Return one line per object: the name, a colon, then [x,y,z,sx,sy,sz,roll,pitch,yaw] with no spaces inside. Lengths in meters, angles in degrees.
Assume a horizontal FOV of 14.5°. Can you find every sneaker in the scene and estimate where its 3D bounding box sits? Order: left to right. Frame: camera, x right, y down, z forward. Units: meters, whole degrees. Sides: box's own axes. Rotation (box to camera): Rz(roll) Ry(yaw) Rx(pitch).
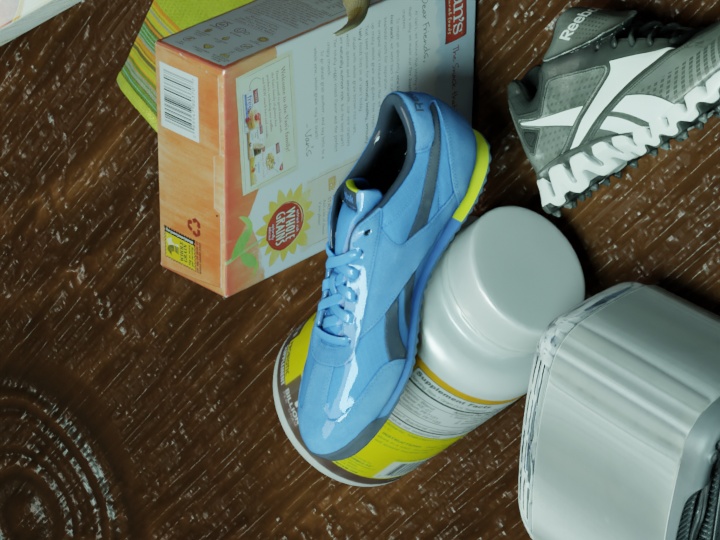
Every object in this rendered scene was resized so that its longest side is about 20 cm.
sneaker: [0.000,0.000,1.512,0.066,0.078,0.201,19,86,44]
sneaker: [0.139,-0.102,1.463,0.200,0.066,0.091,-33,88,52]

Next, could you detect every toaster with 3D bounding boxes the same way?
toaster: [0.161,0.095,1.508,0.129,0.113,0.201,31,133,35]

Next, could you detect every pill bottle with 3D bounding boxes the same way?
pill bottle: [0.040,0.040,1.608,0.110,0.109,0.200,58,139,6]

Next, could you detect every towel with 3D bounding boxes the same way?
towel: [-0.093,-0.154,1.717,0.086,0.018,0.200,46,136,18]

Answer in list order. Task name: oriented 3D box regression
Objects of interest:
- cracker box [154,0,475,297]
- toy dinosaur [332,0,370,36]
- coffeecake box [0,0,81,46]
cracker box: [-0.022,-0.086,1.537,0.057,0.199,0.135,25,127,37]
toy dinosaur: [-0.003,-0.182,1.533,0.058,0.101,0.201,71,175,-46]
coffeecake box: [-0.234,-0.229,1.783,0.199,0.073,0.154,-21,94,49]
